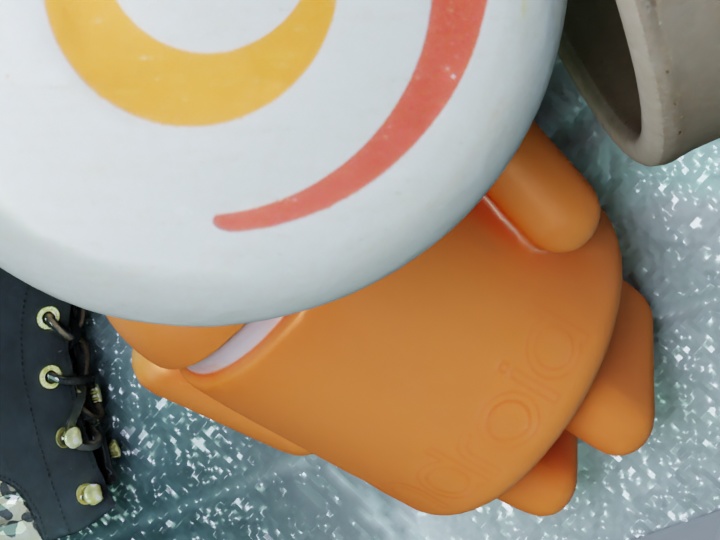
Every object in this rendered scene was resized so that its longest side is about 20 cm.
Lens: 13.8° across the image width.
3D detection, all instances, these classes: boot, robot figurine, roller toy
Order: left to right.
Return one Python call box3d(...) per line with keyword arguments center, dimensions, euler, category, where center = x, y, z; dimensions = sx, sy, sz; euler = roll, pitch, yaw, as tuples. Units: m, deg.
box3d(center=(-0.100, 0.006, 1.015), dimensions=(0.203, 0.074, 0.154), euler=(-16, 107, 16), category="boot")
box3d(center=(-0.045, -0.081, 0.783), dimensions=(0.182, 0.140, 0.200), euler=(41, 92, -10), category="roller toy")
box3d(center=(0.001, -0.001, 0.922), dimensions=(0.199, 0.144, 0.117), euler=(30, 78, -22), category="robot figurine")

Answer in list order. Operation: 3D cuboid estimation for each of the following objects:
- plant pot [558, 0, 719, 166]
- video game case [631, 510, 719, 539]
box3d(center=(0.118, -0.152, 0.827), dimensions=(0.174, 0.200, 0.201), euler=(-23, 95, -1), category="plant pot")
box3d(center=(0.025, 0.152, 0.929), dimensions=(0.181, 0.200, 0.024), euler=(-21, 106, 24), category="video game case")
